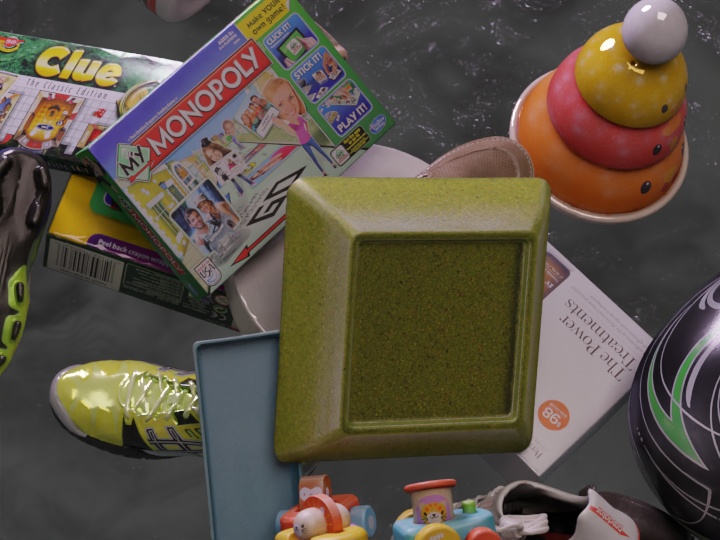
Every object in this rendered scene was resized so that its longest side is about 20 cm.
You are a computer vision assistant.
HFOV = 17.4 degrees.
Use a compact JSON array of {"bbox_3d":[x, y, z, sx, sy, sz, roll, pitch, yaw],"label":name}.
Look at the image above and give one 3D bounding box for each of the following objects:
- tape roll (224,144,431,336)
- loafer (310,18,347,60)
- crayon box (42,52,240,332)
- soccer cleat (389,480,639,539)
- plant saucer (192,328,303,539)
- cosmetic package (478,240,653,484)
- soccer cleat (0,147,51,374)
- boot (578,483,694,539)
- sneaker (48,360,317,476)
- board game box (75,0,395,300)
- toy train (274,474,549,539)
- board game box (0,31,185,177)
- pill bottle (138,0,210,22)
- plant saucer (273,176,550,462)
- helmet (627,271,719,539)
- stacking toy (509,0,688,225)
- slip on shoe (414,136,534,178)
[{"bbox_3d":[0.000,0.000,1.709,0.202,0.037,0.203,6,62,-11],"label":"tape roll"},{"bbox_3d":[-0.071,-0.113,1.737,0.063,0.072,0.200,30,56,-3],"label":"loafer"},{"bbox_3d":[-0.116,-0.054,1.766,0.200,0.058,0.173,19,59,-1],"label":"crayon box"},{"bbox_3d":[0.098,0.178,1.622,0.200,0.085,0.069,-2,52,36],"label":"soccer cleat"},{"bbox_3d":[-0.075,0.140,1.628,0.070,0.019,0.201,-8,103,-14],"label":"plant saucer"},{"bbox_3d":[0.106,0.049,1.758,0.200,0.052,0.151,43,66,13],"label":"cosmetic package"},{"bbox_3d":[-0.270,0.008,1.703,0.065,0.084,0.201,18,81,-13],"label":"soccer cleat"},{"bbox_3d":[0.234,0.251,1.654,0.200,0.069,0.174,38,32,-26],"label":"boot"},{"bbox_3d":[-0.122,0.096,1.674,0.199,0.076,0.076,11,61,-6],"label":"sneaker"},{"bbox_3d":[-0.086,-0.094,1.670,0.200,0.029,0.135,-44,101,-24],"label":"board game box"},{"bbox_3d":[0.016,0.158,1.546,0.200,0.150,0.056,-6,97,27],"label":"toy train"},{"bbox_3d":[-0.218,-0.122,1.751,0.200,0.023,0.105,11,58,27],"label":"board game box"},{"bbox_3d":[-0.190,-0.296,1.849,0.200,0.116,0.116,38,62,10],"label":"pill bottle"},{"bbox_3d":[0.045,0.038,1.617,0.199,0.048,0.201,-1,101,-22],"label":"plant saucer"},{"bbox_3d":[0.287,0.110,1.678,0.200,0.200,0.191,27,84,4],"label":"helmet"},{"bbox_3d":[0.202,-0.139,1.789,0.146,0.200,0.146,4,62,-8],"label":"stacking toy"},{"bbox_3d":[0.053,-0.040,1.686,0.200,0.061,0.076,-32,74,-26],"label":"slip on shoe"}]
